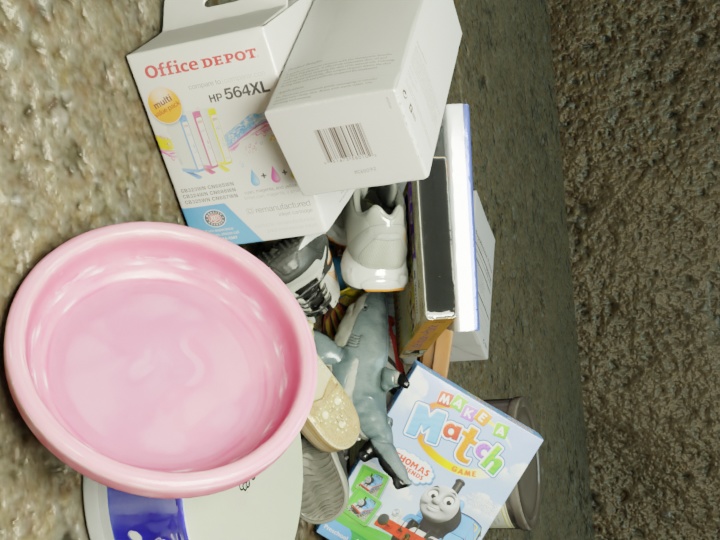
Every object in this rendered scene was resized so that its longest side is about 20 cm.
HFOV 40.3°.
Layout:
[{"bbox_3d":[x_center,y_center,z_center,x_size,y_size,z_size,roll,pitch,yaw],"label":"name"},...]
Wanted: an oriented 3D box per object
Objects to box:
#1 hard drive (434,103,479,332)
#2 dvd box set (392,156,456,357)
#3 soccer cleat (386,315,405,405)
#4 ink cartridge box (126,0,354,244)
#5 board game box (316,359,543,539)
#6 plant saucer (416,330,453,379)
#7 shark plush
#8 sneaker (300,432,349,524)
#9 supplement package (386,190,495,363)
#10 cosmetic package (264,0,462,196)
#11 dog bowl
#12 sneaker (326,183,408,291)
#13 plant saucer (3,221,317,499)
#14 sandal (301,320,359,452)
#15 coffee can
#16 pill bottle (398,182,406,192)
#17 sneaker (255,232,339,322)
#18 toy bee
[{"bbox_3d":[0.085,-0.046,0.926,0.132,0.025,0.200,174,-87,-85],"label":"hard drive"},{"bbox_3d":[0.056,-0.005,0.927,0.200,0.029,0.147,108,-20,-74],"label":"dvd box set"},{"bbox_3d":[0.010,0.109,1.124,0.200,0.085,0.069,-106,-169,-50],"label":"soccer cleat"},{"bbox_3d":[-0.094,-0.139,0.823,0.125,0.128,0.200,-61,139,-56],"label":"ink cartridge box"},{"bbox_3d":[0.069,0.216,1.003,0.200,0.151,0.037,-59,-178,3],"label":"board game box"},{"bbox_3d":[0.085,0.049,1.093,0.200,0.032,0.201,7,90,-88],"label":"plant saucer"},{"bbox_3d":[0.009,0.113,0.959,0.091,0.083,0.200,47,23,-43],"label":"shark plush"},{"bbox_3d":[-0.062,0.135,0.940,0.106,0.075,0.200,24,51,-89],"label":"sneaker"},{"bbox_3d":[0.108,0.009,1.329,0.120,0.121,0.200,60,31,-50],"label":"supplement package"},{"bbox_3d":[0.009,-0.159,0.771,0.200,0.107,0.085,-72,147,-44],"label":"cosmetic package"},{"bbox_3d":[-0.118,0.152,0.744,0.200,0.079,0.201,-6,90,-69],"label":"dog bowl"},{"bbox_3d":[0.010,-0.060,0.932,0.200,0.076,0.092,-117,-147,-60],"label":"sneaker"},{"bbox_3d":[-0.129,0.060,0.644,0.051,0.200,0.201,120,-12,-47],"label":"plant saucer"},{"bbox_3d":[-0.056,0.065,0.831,0.212,0.070,0.078,51,44,-16],"label":"sandal"},{"bbox_3d":[0.094,0.222,1.119,0.146,0.200,0.147,-6,90,-70],"label":"coffee can"},{"bbox_3d":[0.056,-0.060,1.181,0.200,0.113,0.113,63,28,-65],"label":"pill bottle"},{"bbox_3d":[-0.048,0.006,0.893,0.080,0.074,0.200,61,2,2],"label":"sneaker"},{"bbox_3d":[0.000,0.000,1.064,0.131,0.108,0.200,-53,133,-60],"label":"toy bee"}]
